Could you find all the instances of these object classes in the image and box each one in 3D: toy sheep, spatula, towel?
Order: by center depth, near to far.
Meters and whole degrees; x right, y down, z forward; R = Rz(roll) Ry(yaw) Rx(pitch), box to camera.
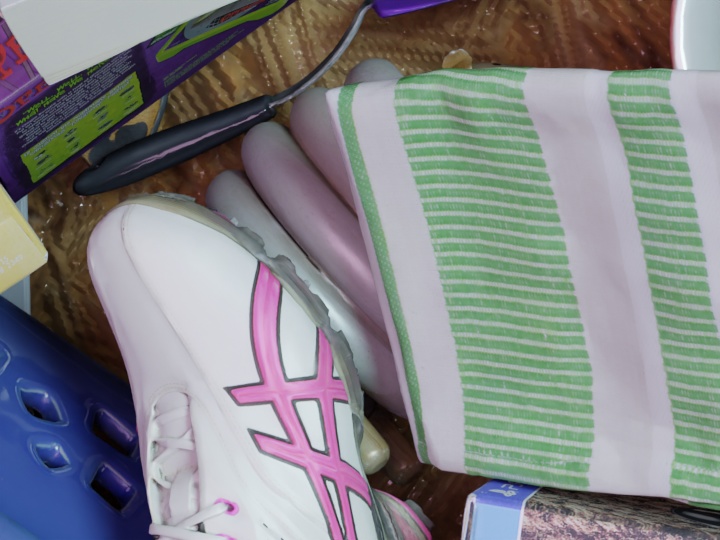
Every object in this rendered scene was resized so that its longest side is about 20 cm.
[{"bbox_3d":[0.084,0.010,0.676,0.199,0.023,0.153,7,121,39],"label":"towel"},{"bbox_3d":[0.000,0.000,0.815,0.200,0.138,0.138,-42,83,1],"label":"toy sheep"},{"bbox_3d":[-0.024,-0.076,0.845,0.199,0.057,0.021,-29,106,9],"label":"spatula"}]

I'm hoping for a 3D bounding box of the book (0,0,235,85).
[{"bbox_3d":[-0.056,-0.157,0.738,0.133,0.200,0.048,-21,130,9],"label":"book"}]

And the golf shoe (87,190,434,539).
[{"bbox_3d":[-0.037,0.069,0.736,0.072,0.092,0.201,-25,97,39],"label":"golf shoe"}]

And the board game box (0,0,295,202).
[{"bbox_3d":[-0.058,-0.104,0.797,0.200,0.120,0.032,-36,86,-9],"label":"board game box"}]

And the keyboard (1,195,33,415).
[{"bbox_3d":[-0.164,0.021,0.920,0.056,0.011,0.201,-1,93,9],"label":"keyboard"}]

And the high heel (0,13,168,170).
[{"bbox_3d":[-0.176,-0.098,0.886,0.199,0.071,0.143,-4,94,12],"label":"high heel"}]

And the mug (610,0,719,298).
[{"bbox_3d":[0.159,-0.069,0.734,0.177,0.200,0.134,-14,90,15],"label":"mug"}]

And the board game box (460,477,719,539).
[{"bbox_3d":[0.142,0.130,0.770,0.199,0.159,0.097,8,94,13],"label":"board game box"}]

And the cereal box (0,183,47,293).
[{"bbox_3d":[-0.203,-0.013,0.786,0.144,0.200,0.040,-35,123,-6],"label":"cereal box"}]

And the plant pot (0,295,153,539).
[{"bbox_3d":[-0.149,0.143,0.803,0.200,0.180,0.200,38,102,-13],"label":"plant pot"}]
